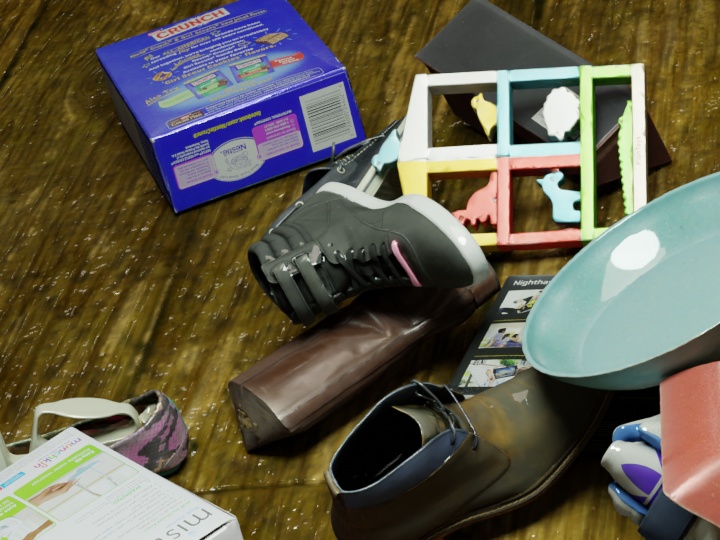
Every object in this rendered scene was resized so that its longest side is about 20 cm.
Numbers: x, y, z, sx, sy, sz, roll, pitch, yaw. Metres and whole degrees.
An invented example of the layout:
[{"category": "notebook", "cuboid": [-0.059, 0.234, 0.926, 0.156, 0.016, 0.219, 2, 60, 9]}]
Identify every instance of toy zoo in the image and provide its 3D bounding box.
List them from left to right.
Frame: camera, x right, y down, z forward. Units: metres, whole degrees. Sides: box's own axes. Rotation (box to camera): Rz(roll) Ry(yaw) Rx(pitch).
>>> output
[{"category": "toy zoo", "cuboid": [0.107, -0.079, 1.747, 0.198, 0.020, 0.132, -3, 76, 12]}]

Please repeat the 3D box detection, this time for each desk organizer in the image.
[{"category": "desk organizer", "cuboid": [0.139, -0.124, 1.846, 0.072, 0.077, 0.200, -44, 47, -9]}]

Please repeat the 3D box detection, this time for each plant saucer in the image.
[{"category": "plant saucer", "cuboid": [0.189, 0.011, 1.433, 0.199, 0.036, 0.200, -30, 21, 12]}, {"category": "plant saucer", "cuboid": [0.252, 0.119, 1.271, 0.199, 0.037, 0.200, 29, 16, -1]}]

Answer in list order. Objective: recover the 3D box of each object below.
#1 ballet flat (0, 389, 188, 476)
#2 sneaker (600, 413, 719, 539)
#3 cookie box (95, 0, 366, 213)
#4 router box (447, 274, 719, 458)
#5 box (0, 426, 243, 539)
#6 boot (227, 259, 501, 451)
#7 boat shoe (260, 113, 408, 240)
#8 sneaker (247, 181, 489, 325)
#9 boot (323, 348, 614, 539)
[{"category": "ballet flat", "cuboid": [-0.212, 0.122, 1.596, 0.198, 0.072, 0.069, -18, 31, -5]}, {"category": "sneaker", "cuboid": [0.194, 0.145, 1.306, 0.146, 0.081, 0.200, 24, 19, -13]}, {"category": "cookie box", "cuboid": [-0.108, -0.143, 1.992, 0.170, 0.076, 0.200, -20, 31, -9]}, {"category": "router box", "cuboid": [0.169, 0.059, 1.554, 0.198, 0.051, 0.149, 0, 31, 23]}, {"category": "box", "cuboid": [-0.186, 0.201, 1.427, 0.199, 0.097, 0.176, -33, 36, -30]}, {"category": "boot", "cuboid": [-0.023, 0.042, 1.668, 0.200, 0.064, 0.186, -37, 19, -15]}, {"category": "boat shoe", "cuboid": [-0.011, -0.057, 1.802, 0.062, 0.075, 0.200, 23, 47, 18]}, {"category": "sneaker", "cuboid": [0.000, 0.000, 1.588, 0.099, 0.071, 0.199, -39, 27, -22]}, {"category": "boot", "cuboid": [0.065, 0.099, 1.443, 0.199, 0.097, 0.075, -37, 59, -6]}]
